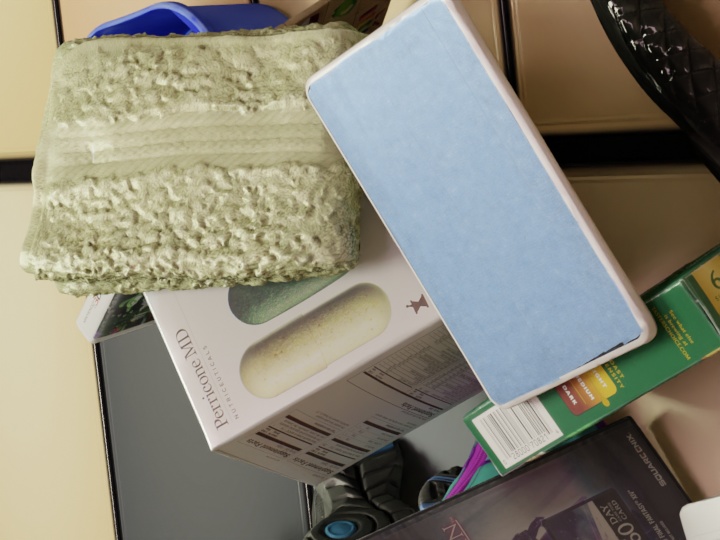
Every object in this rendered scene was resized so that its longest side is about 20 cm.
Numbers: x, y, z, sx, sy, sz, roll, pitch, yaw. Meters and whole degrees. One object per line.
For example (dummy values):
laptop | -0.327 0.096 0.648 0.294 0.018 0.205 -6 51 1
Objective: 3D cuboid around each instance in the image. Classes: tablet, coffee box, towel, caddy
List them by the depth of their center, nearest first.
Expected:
tablet | 0.058 -0.033 1.348 0.130 0.014 0.201 -30 91 50
coffee box | 0.152 0.034 1.398 0.044 0.123 0.200 56 139 3
towel | -0.088 -0.060 1.448 0.199 0.036 0.149 -1 76 23
caddy | -0.119 -0.099 1.745 0.200 0.105 0.142 -12 89 53

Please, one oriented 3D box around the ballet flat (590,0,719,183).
ballet flat | 0.172 -0.113 1.413 0.200 0.057 0.066 56 180 31

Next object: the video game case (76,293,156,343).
video game case | -0.060 -0.045 1.601 0.023 0.200 0.182 51 135 22

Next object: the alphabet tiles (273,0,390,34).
alphabet tiles | -0.052 -0.089 1.605 0.008 0.167 0.200 43 145 16

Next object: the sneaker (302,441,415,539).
sneaker | 0.004 0.174 1.630 0.200 0.073 0.082 -82 -9 -66

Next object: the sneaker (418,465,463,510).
sneaker | 0.108 0.193 1.554 0.200 0.075 0.077 45 149 42

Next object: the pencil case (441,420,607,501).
pencil case | 0.063 0.153 1.480 0.092 0.200 0.085 47 143 -6

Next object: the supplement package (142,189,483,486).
supplement package | 0.000 0.000 1.501 0.200 0.151 0.152 -30 70 13

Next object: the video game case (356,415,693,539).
video game case | 0.106 0.169 1.419 0.143 0.199 0.019 55 145 21

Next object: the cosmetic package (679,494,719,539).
cosmetic package | 0.241 0.201 1.365 0.102 0.074 0.201 -26 76 53
